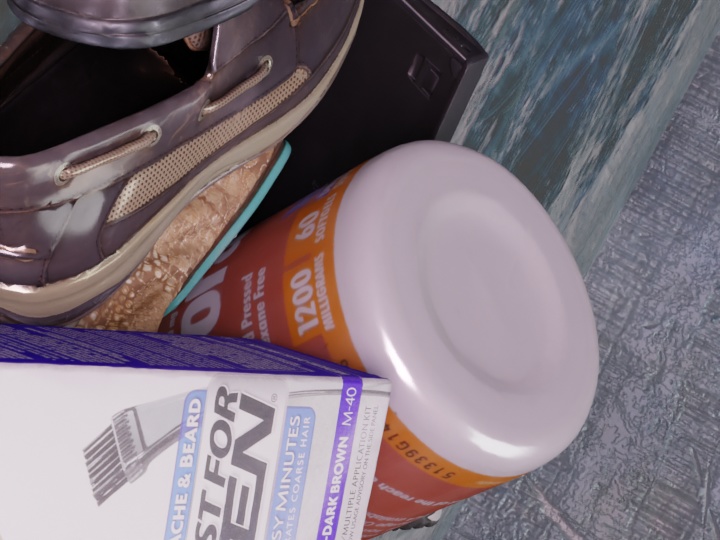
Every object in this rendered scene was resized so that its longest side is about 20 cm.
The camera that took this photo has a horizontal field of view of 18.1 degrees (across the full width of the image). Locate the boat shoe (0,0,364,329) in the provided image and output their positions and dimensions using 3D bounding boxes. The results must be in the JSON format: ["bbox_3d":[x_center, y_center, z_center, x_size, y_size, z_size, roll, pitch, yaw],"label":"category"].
[{"bbox_3d":[-0.052,-0.068,0.657,0.200,0.074,0.073,-56,169,-35],"label":"boat shoe"}]

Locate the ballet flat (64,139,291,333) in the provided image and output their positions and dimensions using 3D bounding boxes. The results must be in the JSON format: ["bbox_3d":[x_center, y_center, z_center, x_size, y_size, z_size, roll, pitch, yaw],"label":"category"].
[{"bbox_3d":[-0.088,0.006,0.703,0.070,0.065,0.201,-29,-154,44],"label":"ballet flat"}]

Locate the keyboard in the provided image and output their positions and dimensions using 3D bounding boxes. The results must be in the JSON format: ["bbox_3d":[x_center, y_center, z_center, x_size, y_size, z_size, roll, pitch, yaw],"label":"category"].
[{"bbox_3d":[0.000,0.000,0.837,0.021,0.127,0.201,-2,127,-40],"label":"keyboard"}]

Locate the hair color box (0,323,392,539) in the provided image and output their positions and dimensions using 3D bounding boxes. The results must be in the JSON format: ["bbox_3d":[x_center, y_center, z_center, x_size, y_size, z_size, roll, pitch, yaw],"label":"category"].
[{"bbox_3d":[-0.084,0.072,0.596,0.199,0.065,0.110,5,97,-47],"label":"hair color box"}]

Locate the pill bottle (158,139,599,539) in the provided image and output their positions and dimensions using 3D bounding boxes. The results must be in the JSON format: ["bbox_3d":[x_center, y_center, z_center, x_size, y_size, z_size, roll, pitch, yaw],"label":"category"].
[{"bbox_3d":[-0.026,0.043,0.767,0.200,0.112,0.112,-28,-166,39],"label":"pill bottle"}]

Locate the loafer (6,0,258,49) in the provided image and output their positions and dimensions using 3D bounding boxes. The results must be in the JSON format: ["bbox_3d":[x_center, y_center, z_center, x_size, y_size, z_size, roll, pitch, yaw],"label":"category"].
[{"bbox_3d":[-0.038,-0.130,0.597,0.200,0.072,0.073,-65,167,-48],"label":"loafer"}]

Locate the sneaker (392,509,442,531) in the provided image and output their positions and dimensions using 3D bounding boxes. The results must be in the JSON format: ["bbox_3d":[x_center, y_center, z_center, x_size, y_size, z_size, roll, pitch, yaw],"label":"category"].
[{"bbox_3d":[-0.011,0.036,0.935,0.200,0.073,0.080,-120,-141,-57],"label":"sneaker"}]
